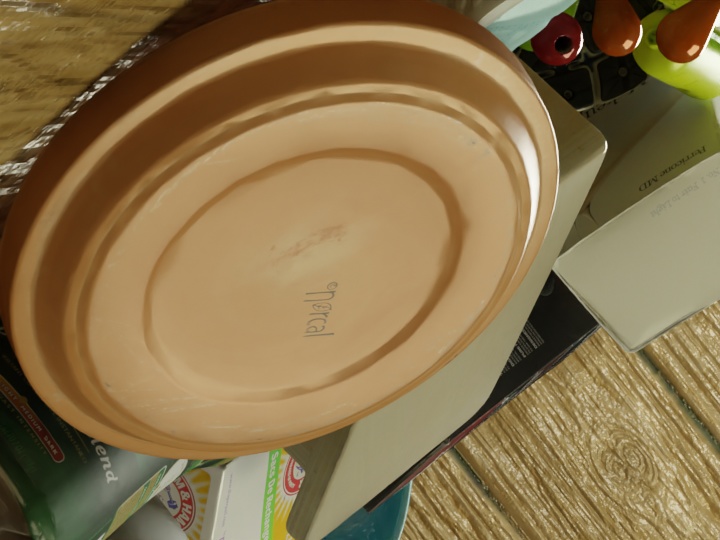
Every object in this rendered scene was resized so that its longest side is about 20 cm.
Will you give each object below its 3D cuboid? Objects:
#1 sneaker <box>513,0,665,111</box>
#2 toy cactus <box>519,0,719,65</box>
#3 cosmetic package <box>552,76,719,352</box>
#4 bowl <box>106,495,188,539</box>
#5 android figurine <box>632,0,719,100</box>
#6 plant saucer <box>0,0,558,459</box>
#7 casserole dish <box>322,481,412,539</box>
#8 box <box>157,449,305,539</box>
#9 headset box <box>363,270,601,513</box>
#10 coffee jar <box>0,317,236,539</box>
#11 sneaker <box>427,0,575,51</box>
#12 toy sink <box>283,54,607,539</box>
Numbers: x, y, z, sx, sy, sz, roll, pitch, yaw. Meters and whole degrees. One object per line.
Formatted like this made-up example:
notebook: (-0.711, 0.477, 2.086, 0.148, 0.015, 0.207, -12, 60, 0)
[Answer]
sneaker: (0.069, -0.094, 1.320, 0.199, 0.079, 0.089, -33, -175, 2)
toy cactus: (0.118, -0.155, 1.076, 0.200, 0.102, 0.165, -49, -163, -5)
cosmetic package: (0.138, -0.066, 1.364, 0.103, 0.073, 0.201, -34, -149, 18)
bowl: (-0.169, 0.140, 1.123, 0.199, 0.200, 0.075, -39, 134, -6)
android figurine: (0.178, -0.163, 1.242, 0.183, 0.041, 0.200, -64, 155, 7)
plant saucer: (-0.024, -0.006, 0.951, 0.199, 0.032, 0.201, -15, 139, -14)
casserole dish: (-0.028, 0.077, 1.529, 0.039, 0.120, 0.202, -86, -178, -70)
box: (-0.090, 0.121, 1.325, 0.101, 0.112, 0.201, -34, 144, -47)
headset box: (0.021, 0.013, 1.389, 0.200, 0.149, 0.077, -33, 171, -47)
coffee jar: (-0.101, 0.046, 1.062, 0.085, 0.104, 0.200, -46, 173, 38)
sneaker: (0.057, -0.121, 0.979, 0.199, 0.074, 0.082, -28, 176, 0)
toy sink: (0.000, 0.000, 1.198, 0.130, 0.112, 0.200, -36, 160, -33)
